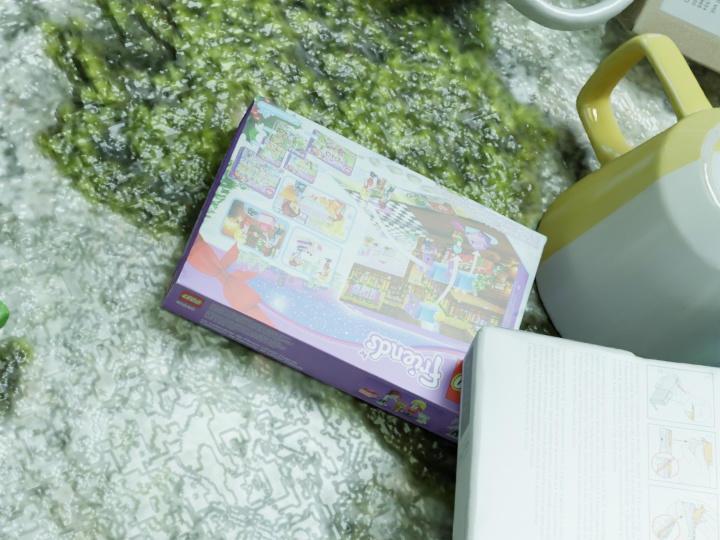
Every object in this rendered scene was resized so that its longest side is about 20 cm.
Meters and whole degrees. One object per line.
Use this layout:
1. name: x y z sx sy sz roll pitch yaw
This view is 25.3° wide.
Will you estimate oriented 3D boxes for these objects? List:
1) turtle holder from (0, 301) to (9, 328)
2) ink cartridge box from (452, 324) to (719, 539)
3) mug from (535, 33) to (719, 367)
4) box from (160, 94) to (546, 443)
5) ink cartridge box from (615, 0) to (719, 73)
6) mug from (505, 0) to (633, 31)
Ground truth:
1. turtle holder: -0.251 0.021 0.775 0.132 0.141 0.186 38 60 -1
2. ink cartridge box: 0.139 0.137 0.859 0.176 0.045 0.200 10 57 -6
3. mug: 0.190 -0.034 0.967 0.187 0.153 0.149 42 60 1
4. box: 0.000 0.000 0.942 0.200 0.039 0.137 26 60 -9
5. ink cartridge box: 0.287 -0.222 1.067 0.164 0.200 0.075 21 19 -10
6. mug: 0.110 -0.249 1.038 0.175 0.148 0.200 -38 92 -17
